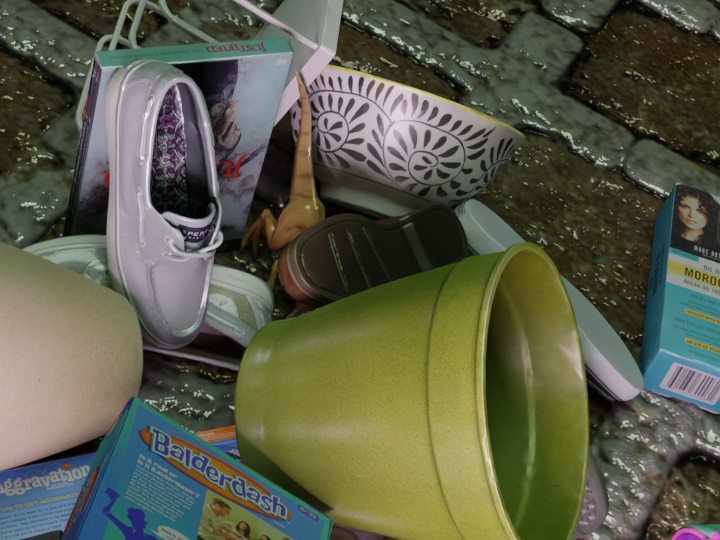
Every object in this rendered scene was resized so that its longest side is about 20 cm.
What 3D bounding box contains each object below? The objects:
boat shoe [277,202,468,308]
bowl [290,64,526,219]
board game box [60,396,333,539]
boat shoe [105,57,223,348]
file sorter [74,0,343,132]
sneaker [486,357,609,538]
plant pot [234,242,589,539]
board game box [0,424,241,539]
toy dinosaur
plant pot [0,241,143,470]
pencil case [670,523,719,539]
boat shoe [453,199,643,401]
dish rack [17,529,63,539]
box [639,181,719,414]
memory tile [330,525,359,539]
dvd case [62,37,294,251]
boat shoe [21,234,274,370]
[{"bbox_3d":[0.000,0.000,1.233,0.199,0.068,0.072,-8,77,-53],"label":"boat shoe"},{"bbox_3d":[0.023,-0.090,1.347,0.199,0.201,0.095,17,90,0],"label":"bowl"},{"bbox_3d":[-0.095,0.169,0.972,0.152,0.045,0.200,33,21,-9],"label":"board game box"},{"bbox_3d":[-0.127,-0.038,1.134,0.070,0.203,0.071,-15,21,-31],"label":"boat shoe"},{"bbox_3d":[-0.116,-0.175,1.303,0.124,0.200,0.139,28,42,-20],"label":"file sorter"},{"bbox_3d":[0.117,0.097,1.241,0.200,0.076,0.114,47,29,5],"label":"sneaker"},{"bbox_3d":[0.028,0.090,1.115,0.191,0.201,0.201,-5,39,25],"label":"plant pot"},{"bbox_3d":[-0.151,0.163,1.125,0.199,0.020,0.103,-9,54,-26],"label":"board game box"},{"bbox_3d":[-0.044,-0.044,1.280,0.060,0.106,0.202,-2,93,-26],"label":"toy dinosaur"},{"bbox_3d":[-0.249,0.057,1.097,0.199,0.188,0.188,5,45,-35],"label":"plant pot"},{"bbox_3d":[0.315,0.200,1.217,0.199,0.089,0.089,-12,54,-28],"label":"pencil case"},{"bbox_3d":[0.135,0.032,1.322,0.200,0.057,0.069,46,23,3],"label":"boat shoe"},{"bbox_3d":[-0.200,0.225,0.950,0.152,0.055,0.201,-16,32,5],"label":"dish rack"},{"bbox_3d":[0.279,0.021,1.393,0.082,0.049,0.201,18,45,-3],"label":"box"},{"bbox_3d":[-0.073,0.210,1.044,0.198,0.017,0.153,-7,25,-23],"label":"memory tile"},{"bbox_3d":[-0.135,-0.081,1.230,0.145,0.201,0.022,-8,52,-27],"label":"dvd case"},{"bbox_3d":[-0.157,0.028,1.213,0.200,0.075,0.065,13,45,-20],"label":"boat shoe"}]
